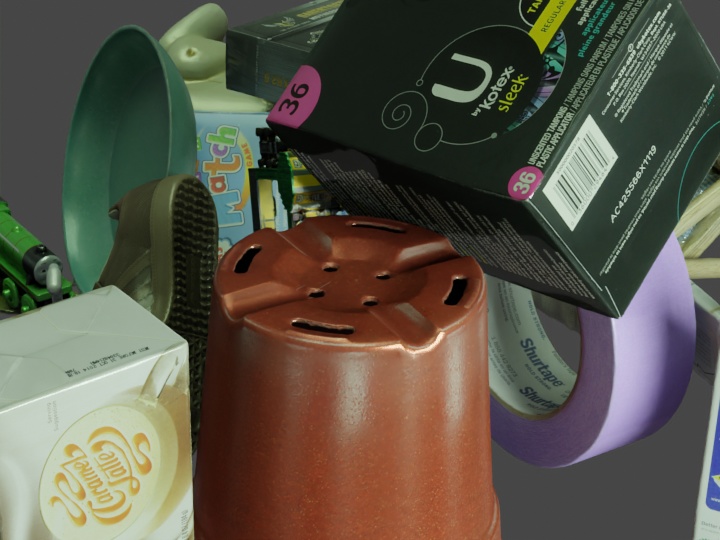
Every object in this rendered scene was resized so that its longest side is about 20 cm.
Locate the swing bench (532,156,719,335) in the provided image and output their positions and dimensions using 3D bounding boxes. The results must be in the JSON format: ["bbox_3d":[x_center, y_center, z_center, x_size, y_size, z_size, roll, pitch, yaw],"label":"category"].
[{"bbox_3d":[0.182,-0.058,1.386,0.199,0.131,0.199,-21,36,-35],"label":"swing bench"}]

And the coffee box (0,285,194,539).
[{"bbox_3d":[-0.151,0.124,0.951,0.114,0.201,0.080,-18,33,-33],"label":"coffee box"}]

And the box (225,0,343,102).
[{"bbox_3d":[0.021,-0.163,1.388,0.158,0.049,0.200,18,29,33],"label":"box"}]

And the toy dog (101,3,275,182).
[{"bbox_3d":[-0.083,-0.103,1.442,0.199,0.140,0.194,24,30,27],"label":"toy dog"}]

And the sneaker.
[{"bbox_3d":[-0.136,0.039,1.196,0.075,0.201,0.070,-12,-28,37],"label":"sneaker"}]

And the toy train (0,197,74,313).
[{"bbox_3d":[-0.268,-0.023,1.367,0.042,0.057,0.200,-18,34,-32],"label":"toy train"}]

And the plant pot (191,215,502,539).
[{"bbox_3d":[-0.009,0.087,1.035,0.199,0.196,0.201,1,28,-1],"label":"plant pot"}]

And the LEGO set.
[{"bbox_3d":[0.000,0.000,1.213,0.115,0.201,0.154,-6,-2,-16],"label":"LEGO set"}]

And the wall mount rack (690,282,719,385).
[{"bbox_3d":[0.223,0.029,1.179,0.074,0.174,0.200,-30,48,-16],"label":"wall mount rack"}]

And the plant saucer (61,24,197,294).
[{"bbox_3d":[-0.162,-0.073,1.333,0.036,0.201,0.200,7,23,-30],"label":"plant saucer"}]

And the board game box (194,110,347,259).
[{"bbox_3d":[-0.033,-0.036,1.328,0.198,0.152,0.037,1,-14,-3],"label":"board game box"}]

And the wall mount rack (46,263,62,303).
[{"bbox_3d":[-0.245,0.084,1.164,0.199,0.075,0.175,-3,62,-8],"label":"wall mount rack"}]

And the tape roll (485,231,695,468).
[{"bbox_3d":[0.120,0.018,1.165,0.065,0.201,0.200,-16,33,-29],"label":"tape roll"}]

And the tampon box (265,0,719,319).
[{"bbox_3d":[0.079,-0.088,1.043,0.199,0.126,0.150,20,72,41],"label":"tampon box"}]

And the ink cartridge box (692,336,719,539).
[{"bbox_3d":[0.246,0.089,1.044,0.099,0.201,0.039,14,34,19],"label":"ink cartridge box"}]
